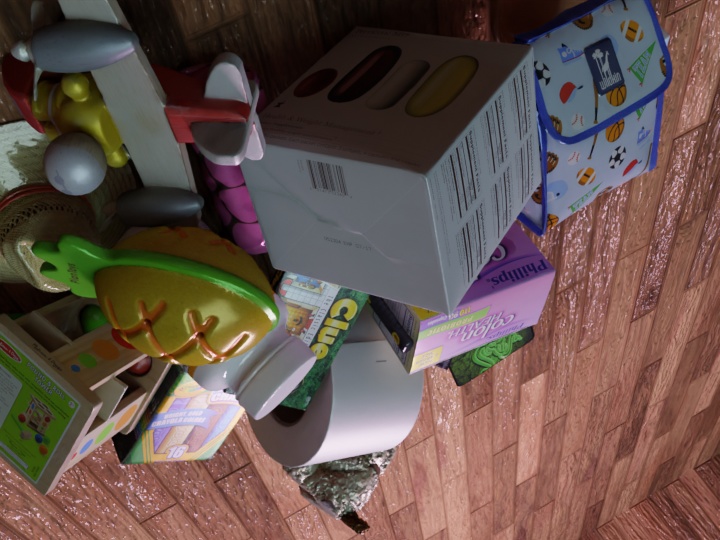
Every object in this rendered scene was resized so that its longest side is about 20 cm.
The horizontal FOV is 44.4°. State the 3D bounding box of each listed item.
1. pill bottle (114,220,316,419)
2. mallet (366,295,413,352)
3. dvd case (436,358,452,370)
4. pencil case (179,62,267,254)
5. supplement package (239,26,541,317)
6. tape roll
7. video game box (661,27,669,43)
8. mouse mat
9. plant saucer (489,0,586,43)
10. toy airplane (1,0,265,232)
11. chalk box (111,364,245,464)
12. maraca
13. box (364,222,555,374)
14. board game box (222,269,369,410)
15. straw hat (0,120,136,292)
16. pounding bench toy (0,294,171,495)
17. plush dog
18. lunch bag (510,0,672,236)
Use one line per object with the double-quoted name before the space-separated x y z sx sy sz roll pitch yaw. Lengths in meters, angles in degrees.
"pill bottle" -0.139 0.041 0.834 0.111 0.200 0.111 -45 171 -9
"mallet" 0.000 0.000 0.952 0.041 0.200 0.066 -17 140 -32
"dvd case" 0.101 0.044 1.196 0.200 0.016 0.150 32 81 -55
"pencil case" -0.117 -0.104 0.823 0.090 0.094 0.201 -26 143 -13
"supplement package" 0.033 -0.097 0.781 0.200 0.190 0.148 -51 142 -37
"tape roll" -0.038 0.127 1.073 0.138 0.203 0.204 -1 134 -39
"video game box" 0.262 -0.188 1.051 0.199 0.047 0.182 -33 160 -3
"mouse mat" 0.207 0.111 1.433 0.160 0.008 0.200 -33 147 -2
"plant saucer" 0.213 -0.300 0.908 0.199 0.038 0.201 -22 143 -17
"toy airplane" -0.171 -0.107 0.652 0.200 0.198 0.142 43 59 -20
"chalk box" -0.191 0.104 0.985 0.123 0.125 0.200 8 129 -45
"maraca" -0.162 0.015 0.710 0.198 0.108 0.137 15 153 -6
"box" 0.087 -0.012 1.010 0.174 0.201 0.097 -18 144 -21
"board game box" -0.058 0.052 0.913 0.104 0.023 0.201 15 112 -33
"straw hat" -0.275 -0.029 0.784 0.199 0.085 0.202 -22 145 -17
"pounding bench toy" -0.309 0.080 0.870 0.125 0.199 0.156 -55 173 26
"plush dog" -0.007 0.299 1.381 0.172 0.160 0.201 -50 150 -19
"lunch bag" 0.212 -0.162 0.876 0.169 0.124 0.201 -29 135 -20
